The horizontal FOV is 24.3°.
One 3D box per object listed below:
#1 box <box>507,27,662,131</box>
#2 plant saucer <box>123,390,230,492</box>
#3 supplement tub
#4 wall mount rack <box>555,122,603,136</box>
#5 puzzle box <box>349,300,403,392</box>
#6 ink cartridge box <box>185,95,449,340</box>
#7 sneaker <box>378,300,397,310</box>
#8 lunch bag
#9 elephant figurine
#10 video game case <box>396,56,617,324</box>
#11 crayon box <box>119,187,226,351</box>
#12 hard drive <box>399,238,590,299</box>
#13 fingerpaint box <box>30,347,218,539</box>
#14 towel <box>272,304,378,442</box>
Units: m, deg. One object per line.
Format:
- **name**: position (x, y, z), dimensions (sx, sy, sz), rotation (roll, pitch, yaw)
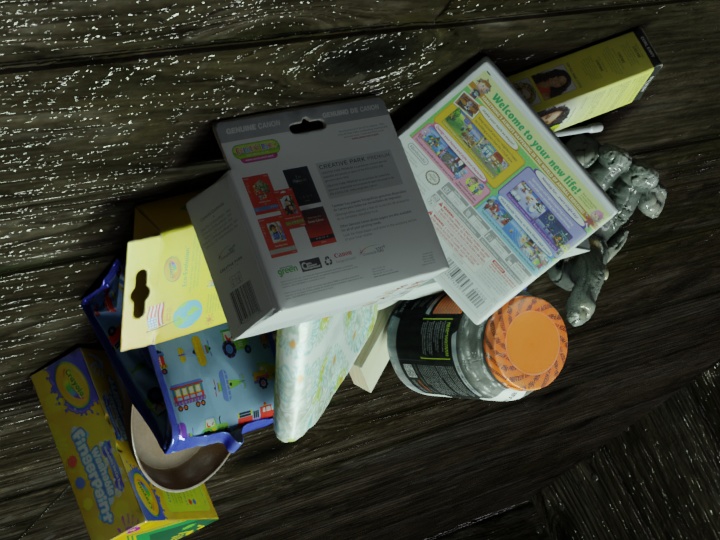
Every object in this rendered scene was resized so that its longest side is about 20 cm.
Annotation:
- **box**: position (0.202, -0.178, 1.685), dimensions (0.199, 0.050, 0.075), rotation (-22, 163, -19)
- **plant saucer**: position (-0.185, 0.131, 1.760), dimensions (0.034, 0.202, 0.200), rotation (13, -174, 32)
- **supplement tub**: position (0.125, 0.077, 1.798), dimensions (0.122, 0.124, 0.200), rotation (-18, -172, -29)
- **wall mount rack**: position (0.167, -0.100, 1.783), dimensions (0.199, 0.075, 0.174), rotation (-21, -147, 50)
- **puzzle box**: position (0.043, 0.036, 1.923), dimensions (0.201, 0.025, 0.133), rotation (-61, 167, -12)
- **ink cartridge box**: position (-0.044, -0.051, 1.490), dimensions (0.199, 0.177, 0.084), rotation (-13, 168, -38)
- **sneaker**: position (0.000, 0.000, 1.769), dimensions (0.199, 0.074, 0.082), rotation (-14, 162, -40)
- **lunch bag**: position (-0.156, 0.083, 1.633), dimensions (0.150, 0.201, 0.094), rotation (-11, 156, -42)
- **elephant figurine**: position (0.242, -0.039, 1.864), dimensions (0.201, 0.141, 0.155), rotation (-64, 157, -4)
- **video game case**: position (0.117, -0.074, 1.611), dimensions (0.182, 0.200, 0.022), rotation (-39, -166, 16)
- **crayon box**: position (-0.143, -0.011, 1.552), dimensions (0.199, 0.051, 0.128), rotation (-16, 131, -34)
- **hard drive**: position (0.131, -0.007, 1.724), dimensions (0.198, 0.027, 0.132), rotation (-15, 175, 15)
- **fingerpaint box**: position (-0.254, 0.193, 1.805), dimensions (0.073, 0.201, 0.167), rotation (-29, 164, 16)
- **towel**: position (-0.030, 0.045, 1.630), dimensions (0.200, 0.048, 0.172), rotation (-55, 154, -50)
